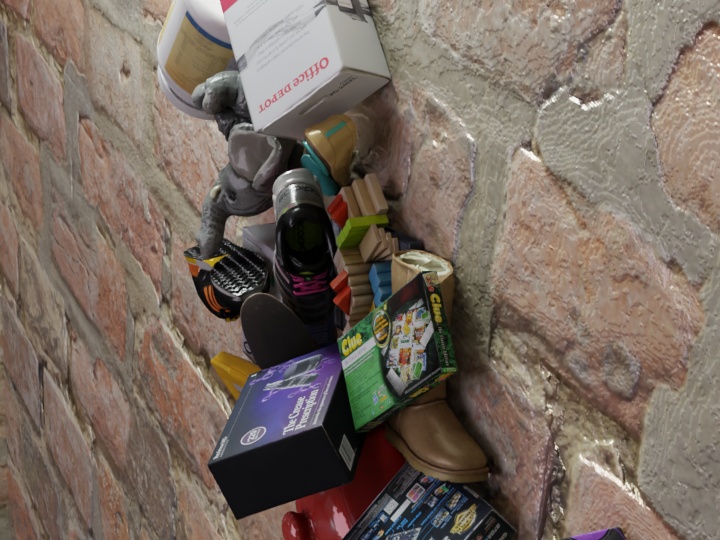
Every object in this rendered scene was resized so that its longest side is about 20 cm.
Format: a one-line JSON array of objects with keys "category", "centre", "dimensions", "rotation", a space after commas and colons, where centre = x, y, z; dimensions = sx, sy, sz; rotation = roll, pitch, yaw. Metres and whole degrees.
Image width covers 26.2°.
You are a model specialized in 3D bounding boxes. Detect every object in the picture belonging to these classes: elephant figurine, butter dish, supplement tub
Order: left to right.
[{"category": "supplement tub", "centre": [-0.168, -0.289, 1.890], "dimensions": [0.200, 0.143, 0.146], "rotation": [126, 131, -56]}, {"category": "elephant figurine", "centre": [-0.119, -0.130, 1.818], "dimensions": [0.155, 0.140, 0.202], "rotation": [-25, 73, 61]}, {"category": "butter dish", "centre": [-0.017, 0.277, 1.717], "dimensions": [0.200, 0.146, 0.201], "rotation": [127, 131, -57]}]

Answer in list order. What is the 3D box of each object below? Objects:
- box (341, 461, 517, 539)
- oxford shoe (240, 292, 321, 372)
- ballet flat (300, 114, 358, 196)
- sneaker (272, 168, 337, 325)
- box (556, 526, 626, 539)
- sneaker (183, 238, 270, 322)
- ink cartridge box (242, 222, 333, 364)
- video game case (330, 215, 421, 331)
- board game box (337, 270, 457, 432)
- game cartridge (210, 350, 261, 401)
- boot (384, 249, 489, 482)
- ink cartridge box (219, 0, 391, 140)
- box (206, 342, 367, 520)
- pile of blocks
[{"category": "box", "centre": [0.044, 0.294, 1.558], "dimensions": [0.046, 0.200, 0.159], "rotation": [44, 173, -30]}, {"category": "oxford shoe", "centre": [-0.078, 0.101, 1.804], "dimensions": [0.201, 0.071, 0.071], "rotation": [54, -177, -24]}, {"category": "ballet flat", "centre": [-0.027, -0.128, 1.721], "dimensions": [0.069, 0.063, 0.200], "rotation": [49, 174, 3]}, {"category": "sneaker", "centre": [-0.062, -0.010, 1.734], "dimensions": [0.088, 0.073, 0.202], "rotation": [-101, 6, -55]}, {"category": "box", "centre": [0.188, 0.339, 1.316], "dimensions": [0.106, 0.121, 0.202], "rotation": [122, 135, -53]}, {"category": "sneaker", "centre": [-0.153, 0.026, 1.877], "dimensions": [0.200, 0.069, 0.091], "rotation": [32, 140, 60]}, {"category": "ink cartridge box", "centre": [-0.091, 0.055, 1.899], "dimensions": [0.136, 0.076, 0.202], "rotation": [-145, 54, -59]}, {"category": "video game case", "centre": [0.016, 0.018, 1.727], "dimensions": [0.200, 0.019, 0.145], "rotation": [26, 121, 60]}, {"category": "board game box", "centre": [0.034, 0.085, 1.562], "dimensions": [0.200, 0.023, 0.106], "rotation": [-41, 58, 56]}, {"category": "game cartridge", "centre": [-0.103, 0.187, 1.916], "dimensions": [0.177, 0.032, 0.200], "rotation": [56, 162, -19]}, {"category": "boot", "centre": [0.075, 0.097, 1.567], "dimensions": [0.175, 0.066, 0.202], "rotation": [25, 116, 55]}, {"category": "ink cartridge box", "centre": [-0.065, -0.263, 1.691], "dimensions": [0.145, 0.083, 0.202], "rotation": [-31, 66, 36]}, {"category": "box", "centre": [-0.069, 0.168, 1.671], "dimensions": [0.079, 0.140, 0.200], "rotation": [61, -161, -17]}, {"category": "pile of blocks", "centre": [0.000, 0.000, 1.662], "dimensions": [0.082, 0.062, 0.202], "rotation": [-14, 85, 65]}]
